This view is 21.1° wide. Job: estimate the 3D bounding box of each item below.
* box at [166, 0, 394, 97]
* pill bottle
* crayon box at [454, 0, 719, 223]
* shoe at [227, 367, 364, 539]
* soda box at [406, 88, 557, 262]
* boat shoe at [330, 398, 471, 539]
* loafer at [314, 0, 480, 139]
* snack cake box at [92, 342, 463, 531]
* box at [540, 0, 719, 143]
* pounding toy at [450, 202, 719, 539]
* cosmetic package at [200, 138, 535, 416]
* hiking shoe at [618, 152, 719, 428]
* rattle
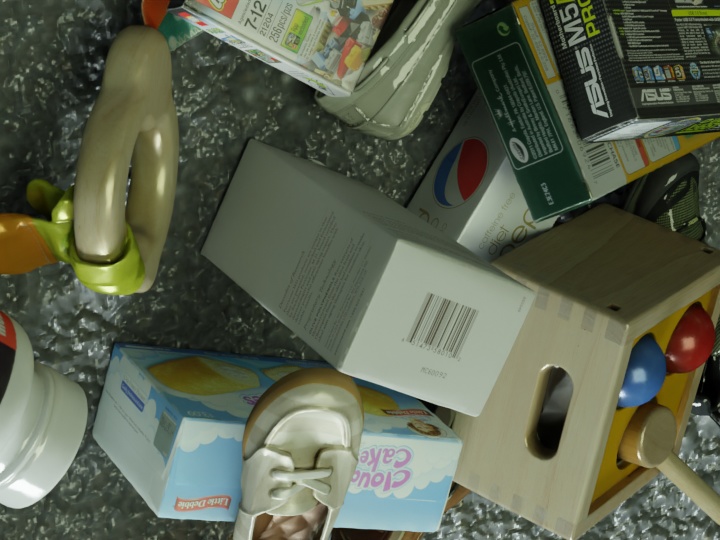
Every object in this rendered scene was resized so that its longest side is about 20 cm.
[{"bbox_3d":[-0.016,-0.209,1.070,0.110,0.035,0.201,25,85,-21],"label":"box"},{"bbox_3d":[-0.252,0.055,1.072,0.200,0.111,0.112,34,90,-35],"label":"pill bottle"},{"bbox_3d":[0.154,-0.119,1.212,0.200,0.051,0.126,-25,92,-48],"label":"crayon box"},{"bbox_3d":[-0.036,0.134,1.100,0.070,0.053,0.200,-1,136,-18],"label":"shoe"},{"bbox_3d":[0.068,-0.022,1.251,0.064,0.068,0.200,29,94,-35],"label":"soda box"},{"bbox_3d":[0.046,0.138,1.299,0.068,0.072,0.201,22,97,-33],"label":"boat shoe"},{"bbox_3d":[0.036,-0.177,1.170,0.070,0.070,0.201,20,97,-37],"label":"loafer"},{"bbox_3d":[-0.051,0.104,1.204,0.199,0.115,0.067,7,106,-32],"label":"snack cake box"},{"bbox_3d":[0.187,-0.164,1.194,0.200,0.044,0.161,-9,80,-48],"label":"box"},{"bbox_3d":[0.168,0.084,1.257,0.184,0.142,0.201,-25,133,-52],"label":"pounding toy"},{"bbox_3d":[0.000,0.000,1.141,0.107,0.200,0.085,20,98,-31],"label":"cosmetic package"},{"bbox_3d":[0.231,0.011,1.330,0.076,0.100,0.201,-31,128,-41],"label":"hiking shoe"},{"bbox_3d":[-0.165,-0.090,1.115,0.130,0.142,0.201,2,94,-63],"label":"rattle"}]
